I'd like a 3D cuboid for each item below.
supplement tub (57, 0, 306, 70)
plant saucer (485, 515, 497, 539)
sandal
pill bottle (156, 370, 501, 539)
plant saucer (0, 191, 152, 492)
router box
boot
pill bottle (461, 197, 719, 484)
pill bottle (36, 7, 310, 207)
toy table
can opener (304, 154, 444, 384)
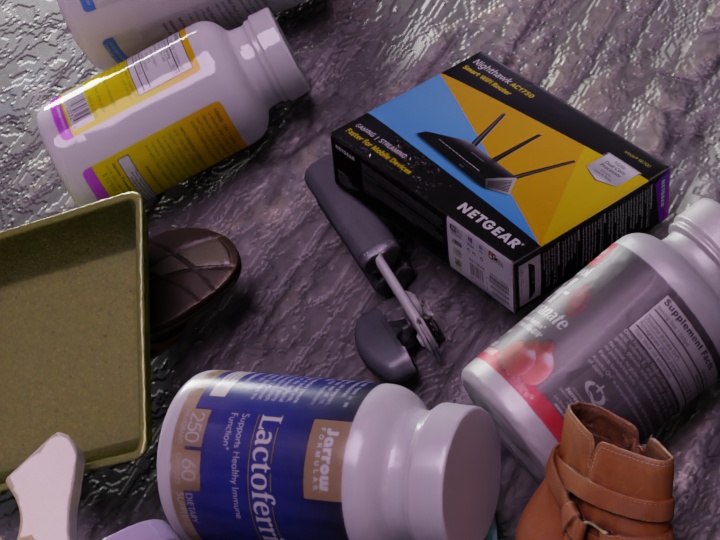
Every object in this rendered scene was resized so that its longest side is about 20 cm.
[{"bbox_3d":[-0.141,-0.251,1.731,0.199,0.132,0.132,-18,50,10],"label":"supplement tub"},{"bbox_3d":[-0.001,0.199,1.397,0.199,0.036,0.200,-12,51,16],"label":"plant saucer"},{"bbox_3d":[-0.166,0.043,1.582,0.200,0.055,0.082,-42,52,11],"label":"sandal"},{"bbox_3d":[-0.019,0.126,1.359,0.199,0.116,0.116,2,57,26],"label":"pill bottle"},{"bbox_3d":[-0.224,0.063,1.546,0.199,0.048,0.200,-15,66,27],"label":"plant saucer"},{"bbox_3d":[0.097,-0.067,1.510,0.149,0.051,0.200,-30,46,-27],"label":"router box"},{"bbox_3d":[0.165,0.181,1.257,0.200,0.074,0.155,31,114,40],"label":"boot"},{"bbox_3d":[0.172,0.046,1.381,0.200,0.111,0.111,-39,49,-7],"label":"pill bottle"},{"bbox_3d":[-0.142,-0.125,1.656,0.200,0.104,0.104,-27,49,3],"label":"pill bottle"},{"bbox_3d":[-0.229,0.208,1.418,0.200,0.184,0.117,-37,66,-16],"label":"toy table"},{"bbox_3d":[0.000,0.000,1.532,0.067,0.053,0.200,-32,48,-2],"label":"can opener"}]
